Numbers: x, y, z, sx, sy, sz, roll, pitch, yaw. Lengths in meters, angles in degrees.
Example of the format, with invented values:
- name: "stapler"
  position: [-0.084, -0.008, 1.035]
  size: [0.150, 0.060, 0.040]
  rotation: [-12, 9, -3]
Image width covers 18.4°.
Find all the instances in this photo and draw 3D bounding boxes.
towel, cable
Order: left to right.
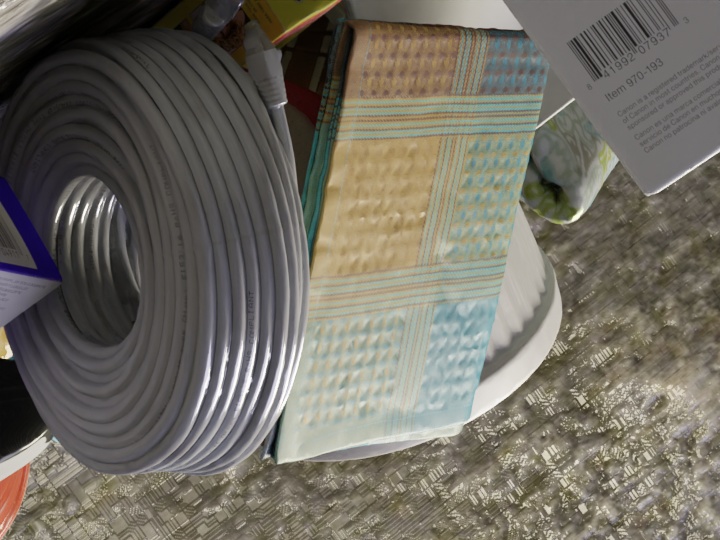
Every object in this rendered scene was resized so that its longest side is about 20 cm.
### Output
- name: "cable"
  position: [-0.097, -0.006, 0.989]
  size: [0.069, 0.201, 0.200]
  rotation: [-8, 169, -37]
- name: "towel"
  position: [0.020, -0.015, 1.020]
  size: [0.022, 0.201, 0.146]
  rotation: [22, -163, 40]
- name: "towel"
  position: [0.070, -0.130, 1.166]
  size: [0.048, 0.200, 0.171]
  rotation: [-35, -174, 29]

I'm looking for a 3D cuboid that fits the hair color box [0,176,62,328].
- name: "hair color box"
  position: [-0.240, 0.031, 0.960]
  size: [0.200, 0.065, 0.109]
  rotation: [-36, 165, 11]

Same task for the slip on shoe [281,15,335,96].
- name: "slip on shoe"
  position: [-0.017, -0.135, 1.305]
  size: [0.201, 0.076, 0.061]
  rotation: [-73, -179, -51]

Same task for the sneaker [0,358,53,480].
- name: "sneaker"
  position: [-0.235, 0.116, 1.087]
  size: [0.199, 0.076, 0.116]
  rotation: [-21, 143, -6]

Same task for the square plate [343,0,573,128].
- name: "square plate"
  position: [0.062, -0.153, 1.032]
  size: [0.198, 0.201, 0.028]
  rotation: [-38, -138, -26]

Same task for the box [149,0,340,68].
- name: "box"
  position: [-0.081, -0.121, 1.190]
  size: [0.075, 0.050, 0.200]
  rotation: [-37, -177, -40]

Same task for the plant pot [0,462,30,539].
- name: "plant pot"
  position: [-0.306, 0.099, 1.459]
  size: [0.200, 0.201, 0.195]
  rotation: [-37, 175, -22]

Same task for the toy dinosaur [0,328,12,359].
- name: "toy dinosaur"
  position: [-0.202, 0.012, 1.100]
  size: [0.058, 0.102, 0.200]
  rotation: [17, -129, 42]

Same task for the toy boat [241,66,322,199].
- name: "toy boat"
  position: [-0.050, -0.047, 1.095]
  size: [0.130, 0.131, 0.200]
  rotation: [-18, -154, -34]

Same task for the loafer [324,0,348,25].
- name: "loafer"
  position: [0.048, -0.126, 1.236]
  size: [0.070, 0.200, 0.070]
  rotation: [-27, -159, 45]

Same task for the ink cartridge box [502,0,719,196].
- name: "ink cartridge box"
  position: [0.120, -0.157, 0.896]
  size: [0.145, 0.200, 0.083]
  rotation: [-34, -173, 26]

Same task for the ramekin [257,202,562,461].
- name: "ramekin"
  position: [0.000, 0.000, 1.195]
  size: [0.199, 0.106, 0.201]
  rotation: [-15, -150, 9]

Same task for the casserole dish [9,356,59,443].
- name: "casserole dish"
  position: [-0.160, 0.034, 1.252]
  size: [0.039, 0.122, 0.200]
  rotation: [4, 180, 14]
